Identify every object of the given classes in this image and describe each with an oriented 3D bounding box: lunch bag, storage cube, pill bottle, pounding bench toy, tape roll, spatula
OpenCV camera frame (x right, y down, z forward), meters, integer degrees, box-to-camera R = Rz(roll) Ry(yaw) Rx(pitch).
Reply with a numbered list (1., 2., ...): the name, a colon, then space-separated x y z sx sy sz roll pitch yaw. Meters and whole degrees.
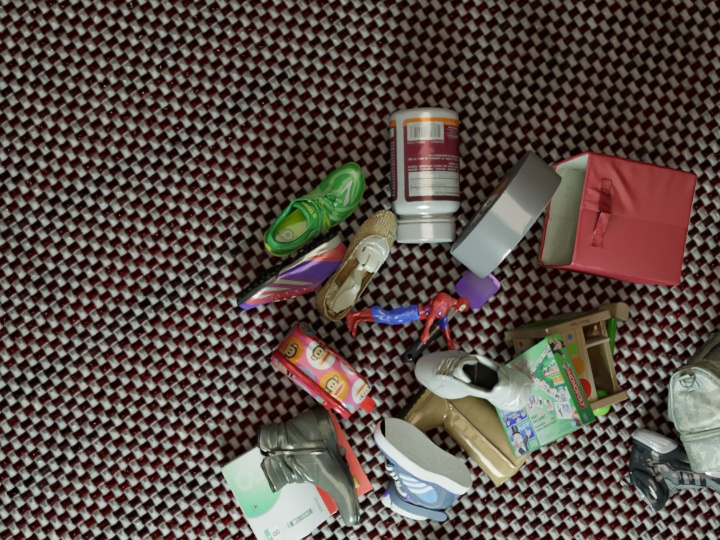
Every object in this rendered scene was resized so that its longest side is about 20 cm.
1. lunch bag: 0.567 0.195 1.573 0.138 0.199 0.171 -21 92 43
2. storage cube: 0.395 -0.075 1.574 0.176 0.200 0.175 10 88 -8
3. pill bottle: 0.103 -0.147 1.604 0.111 0.114 0.205 -1 90 -2
4. pounding bench toy: 0.355 0.147 1.600 0.197 0.124 0.159 -14 91 -24
5. tape roll: 0.223 -0.086 1.564 0.066 0.200 0.201 38 88 -2
6. spatula: 0.141 0.075 1.648 0.200 0.021 0.057 -45 85 -1
7. lunch bag: -0.051 0.159 1.553 0.175 0.200 0.082 38 84 0

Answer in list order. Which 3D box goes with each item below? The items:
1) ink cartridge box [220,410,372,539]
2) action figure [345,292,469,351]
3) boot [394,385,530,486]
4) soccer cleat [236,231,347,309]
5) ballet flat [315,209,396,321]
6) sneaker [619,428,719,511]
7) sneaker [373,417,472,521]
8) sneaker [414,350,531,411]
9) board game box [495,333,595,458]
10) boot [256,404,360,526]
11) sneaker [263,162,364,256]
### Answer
1. ink cartridge box: -0.101 0.335 1.625 0.198 0.050 0.163 -30 90 0
2. action figure: 0.083 0.094 1.609 0.196 0.065 0.101 -14 74 6
3. boot: 0.159 0.272 1.625 0.200 0.066 0.176 43 88 -2
4. soccer cleat: -0.105 0.017 1.622 0.198 0.068 0.074 -32 102 -2
5. ballet flat: 0.000 0.000 1.579 0.070 0.066 0.202 24 109 -23
6. sneaker: 0.516 0.342 1.633 0.197 0.075 0.116 25 89 4
7. sneaker: 0.063 0.324 1.583 0.198 0.081 0.146 33 123 -24
8. sneaker: 0.157 0.151 1.533 0.197 0.099 0.079 5 70 37
9. board game box: 0.267 0.193 1.534 0.029 0.200 0.137 -13 73 -27
10. boot: -0.085 0.322 1.591 0.128 0.068 0.203 -19 80 -13
11. sneaker: -0.069 -0.093 1.612 0.199 0.084 0.074 -41 90 -3
